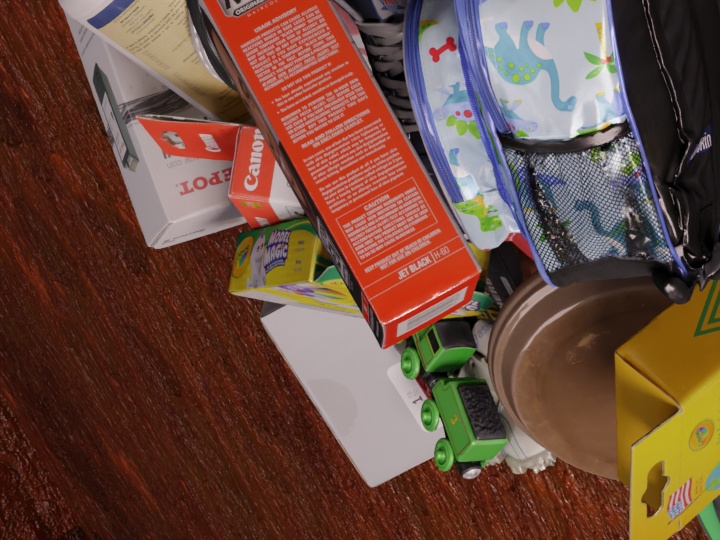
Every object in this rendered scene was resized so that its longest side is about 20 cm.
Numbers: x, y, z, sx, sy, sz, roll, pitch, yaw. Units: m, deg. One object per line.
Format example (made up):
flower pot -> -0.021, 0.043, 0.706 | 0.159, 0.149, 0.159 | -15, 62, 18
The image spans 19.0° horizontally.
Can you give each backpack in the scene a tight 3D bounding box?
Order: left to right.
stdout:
backpack -> 0.104, -0.112, 1.062 | 0.146, 0.183, 0.201 | -4, 125, 23

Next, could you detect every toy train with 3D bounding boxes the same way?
toy train -> 0.050, 0.045, 1.455 | 0.056, 0.042, 0.201 | -54, 47, 47

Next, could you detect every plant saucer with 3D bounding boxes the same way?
plant saucer -> 0.173, 0.060, 1.259 | 0.030, 0.199, 0.201 | -84, -19, -46

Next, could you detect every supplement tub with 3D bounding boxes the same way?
supplement tub -> -0.082, -0.175, 1.397 | 0.200, 0.145, 0.144 | 36, 168, -23

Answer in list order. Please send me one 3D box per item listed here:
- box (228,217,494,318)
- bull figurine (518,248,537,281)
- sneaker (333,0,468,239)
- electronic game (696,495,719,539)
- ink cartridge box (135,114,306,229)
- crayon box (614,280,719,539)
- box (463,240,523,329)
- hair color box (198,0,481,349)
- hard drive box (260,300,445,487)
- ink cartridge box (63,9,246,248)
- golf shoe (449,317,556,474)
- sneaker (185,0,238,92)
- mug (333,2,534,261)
box -> 0.000, 0.000, 1.354 | 0.117, 0.049, 0.200 | 11, 175, -20
bull figurine -> 0.139, 0.013, 1.339 | 0.065, 0.122, 0.200 | -32, 114, 32
sneaker -> 0.029, -0.114, 1.151 | 0.108, 0.070, 0.201 | -8, -92, -73
electronic game -> 0.285, 0.181, 1.395 | 0.200, 0.042, 0.200 | 45, 160, 22
ink cartridge box -> -0.040, -0.054, 1.366 | 0.199, 0.051, 0.109 | 7, 171, 7
crayon box -> 0.197, 0.051, 1.127 | 0.051, 0.200, 0.127 | 41, 157, 30
box -> 0.073, -0.032, 1.501 | 0.158, 0.048, 0.201 | 14, 137, 60
hair color box -> -0.012, -0.065, 1.122 | 0.201, 0.061, 0.102 | 62, 176, 9
hard drive box -> 0.004, 0.039, 1.587 | 0.156, 0.077, 0.200 | 58, -164, -20
ink cartridge box -> -0.109, -0.135, 1.513 | 0.201, 0.145, 0.084 | 69, 161, 5
golf shoe -> 0.103, 0.079, 1.445 | 0.098, 0.078, 0.200 | 60, 159, -8
sneaker -> -0.079, -0.193, 1.264 | 0.085, 0.074, 0.201 | -125, 14, -63
mug -> 0.061, -0.090, 1.265 | 0.200, 0.178, 0.133 | 43, -167, 13
